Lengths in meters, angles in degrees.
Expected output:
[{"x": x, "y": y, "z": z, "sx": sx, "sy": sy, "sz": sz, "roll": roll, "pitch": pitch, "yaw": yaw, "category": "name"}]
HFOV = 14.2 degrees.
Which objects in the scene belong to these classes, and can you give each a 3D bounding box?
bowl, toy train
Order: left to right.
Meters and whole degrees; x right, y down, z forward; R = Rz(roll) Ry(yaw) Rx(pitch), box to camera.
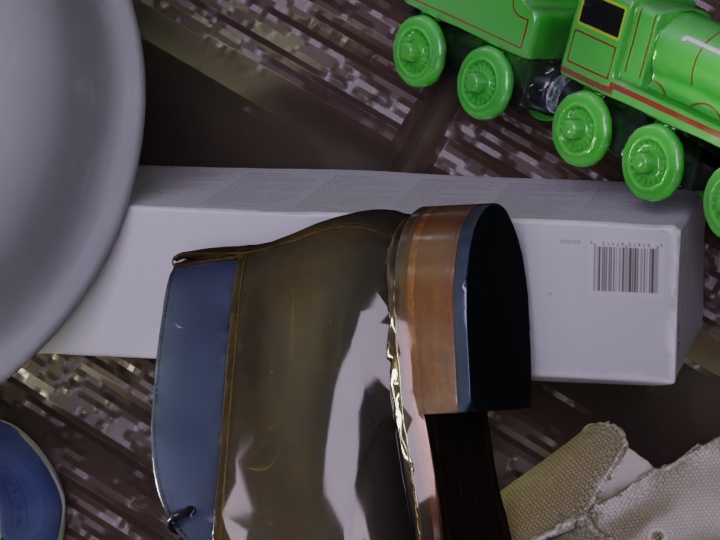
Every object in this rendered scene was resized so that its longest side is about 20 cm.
[{"x": -0.166, "y": -0.053, "z": 0.811, "sx": 0.201, "sy": 0.090, "sz": 0.201, "roll": -1, "pitch": 81, "yaw": 9, "category": "bowl"}, {"x": 0.084, "y": -0.053, "z": 0.833, "sx": 0.200, "sy": 0.042, "sz": 0.056, "roll": 29, "pitch": 112, "yaw": 42, "category": "toy train"}]

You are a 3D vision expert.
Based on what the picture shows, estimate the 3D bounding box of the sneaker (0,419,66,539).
[{"x": -0.199, "y": 0.093, "z": 0.882, "sx": 0.199, "sy": 0.115, "sz": 0.081, "roll": -22, "pitch": 80, "yaw": 9, "category": "sneaker"}]

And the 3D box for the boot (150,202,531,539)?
[{"x": -0.008, "y": 0.082, "z": 0.798, "sx": 0.097, "sy": 0.075, "sz": 0.200, "roll": 0, "pitch": 81, "yaw": 22, "category": "boot"}]

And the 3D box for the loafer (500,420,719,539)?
[{"x": 0.065, "y": 0.082, "z": 0.854, "sx": 0.200, "sy": 0.076, "sz": 0.068, "roll": -13, "pitch": 79, "yaw": 2, "category": "loafer"}]

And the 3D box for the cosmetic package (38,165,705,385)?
[{"x": 0.000, "y": 0.000, "z": 0.864, "sx": 0.200, "sy": 0.083, "sz": 0.051, "roll": 2, "pitch": 102, "yaw": 12, "category": "cosmetic package"}]
